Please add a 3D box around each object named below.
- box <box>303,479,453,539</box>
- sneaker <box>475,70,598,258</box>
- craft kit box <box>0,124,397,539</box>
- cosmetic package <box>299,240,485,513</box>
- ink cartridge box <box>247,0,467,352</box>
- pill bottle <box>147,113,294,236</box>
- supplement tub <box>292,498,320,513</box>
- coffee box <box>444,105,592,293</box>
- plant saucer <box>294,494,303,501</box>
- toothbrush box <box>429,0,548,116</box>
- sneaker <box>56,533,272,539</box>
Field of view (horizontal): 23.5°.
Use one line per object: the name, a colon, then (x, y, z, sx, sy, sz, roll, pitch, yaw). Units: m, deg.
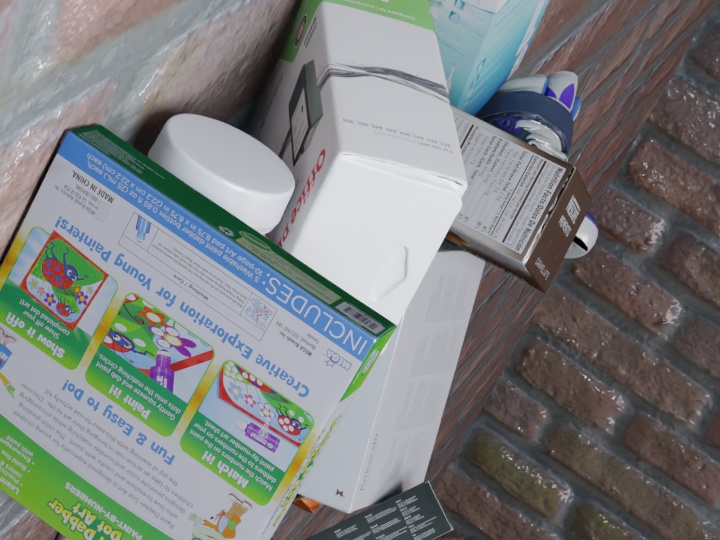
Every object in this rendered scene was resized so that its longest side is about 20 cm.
box: (-0.047, 0.237, 1.320, 0.199, 0.044, 0.160, -21, 167, -32)
sneaker: (0.143, -0.099, 1.381, 0.147, 0.080, 0.200, -59, -149, -7)
craft kit box: (-0.112, 0.059, 0.925, 0.198, 0.199, 0.048, -58, 170, 16)
cosmetic package: (0.026, 0.074, 1.315, 0.151, 0.051, 0.202, -1, 108, -69)
ink cartridge box: (-0.009, -0.068, 1.071, 0.201, 0.083, 0.146, -97, -153, -49)
pill bottle: (-0.117, 0.014, 1.009, 0.201, 0.112, 0.112, -61, 168, 22)
supplement tub: (-0.028, 0.132, 1.721, 0.201, 0.122, 0.123, -54, 169, -13)
coffee box: (0.059, -0.071, 1.257, 0.080, 0.199, 0.114, -61, 164, -2)
plant saucer: (-0.097, 0.146, 1.387, 0.198, 0.048, 0.200, -21, 156, 8)
toothbrush box: (0.089, -0.213, 1.320, 0.147, 0.085, 0.201, -48, 167, -39)
sneaker: (-0.155, 0.217, 1.332, 0.199, 0.087, 0.074, -25, 154, 16)
